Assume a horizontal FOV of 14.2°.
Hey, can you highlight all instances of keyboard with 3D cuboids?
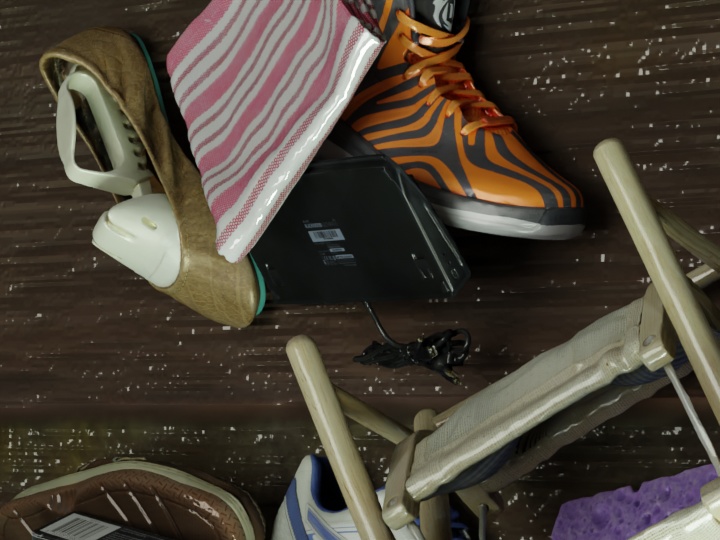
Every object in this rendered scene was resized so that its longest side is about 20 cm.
[{"bbox_3d":[0.000,0.000,1.462,0.200,0.021,0.128,-2,117,63],"label":"keyboard"}]

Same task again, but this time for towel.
[{"bbox_3d":[-0.050,-0.111,1.495,0.147,0.030,0.200,-58,27,23],"label":"towel"}]

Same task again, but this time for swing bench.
[{"bbox_3d":[0.092,0.088,1.304,0.198,0.130,0.201,-31,53,24],"label":"swing bench"}]

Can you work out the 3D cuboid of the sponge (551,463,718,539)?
[{"bbox_3d":[0.164,0.137,1.319,0.199,0.030,0.112,-19,39,38],"label":"sponge"}]

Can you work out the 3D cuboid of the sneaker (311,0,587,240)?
[{"bbox_3d":[0.040,-0.089,1.440,0.199,0.077,0.113,26,106,38],"label":"sneaker"}]

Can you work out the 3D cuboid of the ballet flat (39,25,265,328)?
[{"bbox_3d":[-0.123,-0.049,1.578,0.068,0.072,0.201,-50,58,46],"label":"ballet flat"}]

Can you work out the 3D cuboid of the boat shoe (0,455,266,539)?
[{"bbox_3d":[-0.113,0.127,1.560,0.202,0.075,0.075,-2,111,47],"label":"boat shoe"}]

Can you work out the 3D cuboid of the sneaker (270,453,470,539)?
[{"bbox_3d":[0.028,0.149,1.443,0.199,0.075,0.089,17,99,39],"label":"sneaker"}]

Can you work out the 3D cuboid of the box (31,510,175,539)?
[{"bbox_3d":[-0.097,0.231,1.507,0.143,0.036,0.201,8,117,52],"label":"box"}]
